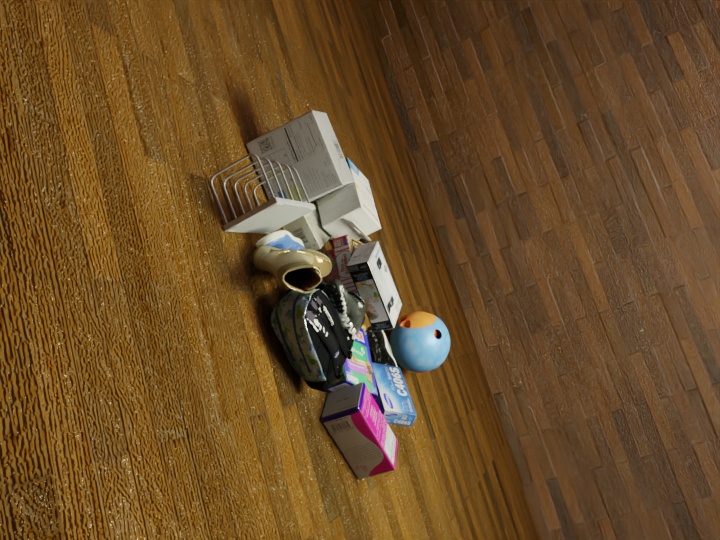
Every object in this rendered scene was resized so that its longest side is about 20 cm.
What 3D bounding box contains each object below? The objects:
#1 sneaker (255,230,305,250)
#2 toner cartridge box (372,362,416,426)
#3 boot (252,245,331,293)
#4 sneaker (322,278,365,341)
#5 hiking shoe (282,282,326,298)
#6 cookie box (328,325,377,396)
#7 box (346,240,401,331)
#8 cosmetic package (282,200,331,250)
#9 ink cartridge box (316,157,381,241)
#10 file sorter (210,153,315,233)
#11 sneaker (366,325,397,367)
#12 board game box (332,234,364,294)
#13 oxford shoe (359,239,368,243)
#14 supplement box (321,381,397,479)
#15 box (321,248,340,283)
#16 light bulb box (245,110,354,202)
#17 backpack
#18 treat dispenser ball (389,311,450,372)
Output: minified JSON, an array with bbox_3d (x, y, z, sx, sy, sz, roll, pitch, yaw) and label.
[{"bbox_3d":[-0.169,-0.024,1.401,0.112,0.076,0.200,63,10,12],"label":"sneaker"},{"bbox_3d":[0.082,0.337,1.631,0.094,0.043,0.200,12,27,-18],"label":"toner cartridge box"},{"bbox_3d":[-0.119,0.001,1.303,0.199,0.155,0.073,11,101,-39],"label":"boot"},{"bbox_3d":[-0.032,0.078,1.392,0.091,0.066,0.201,-48,141,-30],"label":"sneaker"},{"bbox_3d":[-0.085,0.069,1.419,0.199,0.087,0.075,4,62,-40],"label":"hiking shoe"},{"bbox_3d":[-0.038,0.217,1.519,0.171,0.075,0.201,39,34,-54],"label":"cookie box"},{"bbox_3d":[0.039,0.041,1.524,0.117,0.060,0.201,-62,136,-58],"label":"box"},{"bbox_3d":[-0.133,-0.119,1.614,0.104,0.073,0.200,64,18,-11],"label":"cosmetic package"},{"bbox_3d":[-0.037,-0.175,1.622,0.128,0.124,0.201,40,30,-53],"label":"ink cartridge box"},{"bbox_3d":[-0.218,-0.169,1.330,0.125,0.138,0.200,68,18,6],"label":"file sorter"},{"bbox_3d":[0.073,0.265,1.791,0.079,0.073,0.202,36,37,-68],"label":"sneaker"},{"bbox_3d":[0.000,0.000,1.602,0.200,0.046,0.153,23,53,-64],"label":"board game box"},{"bbox_3d":[-0.015,-0.070,1.824,0.085,0.072,0.201,-86,-178,-51],"label":"oxford shoe"},{"bbox_3d":[0.002,0.383,1.414,0.201,0.100,0.104,63,19,-20],"label":"supplement box"},{"bbox_3d":[-0.047,0.007,1.682,0.200,0.094,0.104,21,52,-66],"label":"box"},{"bbox_3d":[-0.153,-0.276,1.525,0.200,0.199,0.125,68,17,-5],"label":"light bulb box"},{"bbox_3d":[-0.108,0.135,1.308,0.164,0.152,0.201,-59,150,-42],"label":"backpack"},{"bbox_3d":[0.196,0.236,1.963,0.201,0.199,0.202,54,23,-37],"label":"treat dispenser ball"}]
